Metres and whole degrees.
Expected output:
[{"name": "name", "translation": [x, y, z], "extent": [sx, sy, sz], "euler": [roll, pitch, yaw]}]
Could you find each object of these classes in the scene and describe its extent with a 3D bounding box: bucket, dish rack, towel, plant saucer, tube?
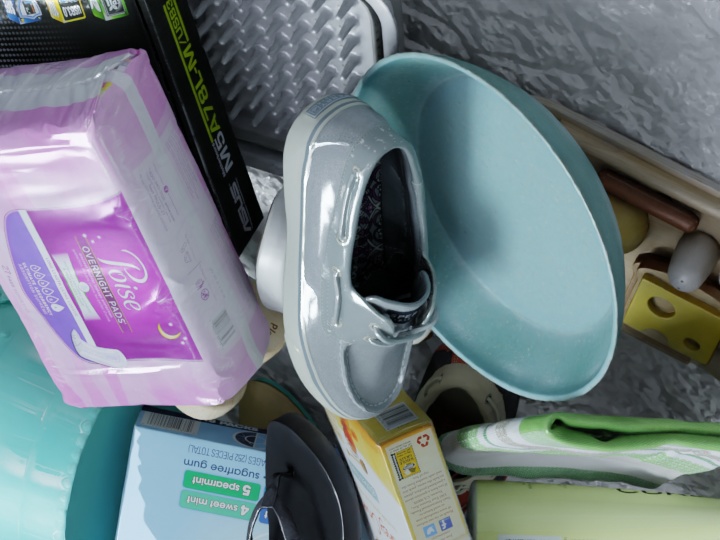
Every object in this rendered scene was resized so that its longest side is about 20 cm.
[{"name": "bucket", "translation": [-0.199, 0.108, 1.711], "extent": [0.135, 0.207, 0.207], "euler": [17, 142, 20]}, {"name": "dish rack", "translation": [-0.060, -0.127, 1.454], "extent": [0.200, 0.044, 0.172], "euler": [19, 141, 19]}, {"name": "towel", "translation": [0.136, 0.100, 1.468], "extent": [0.149, 0.031, 0.200], "euler": [3, 173, -14]}, {"name": "plant saucer", "translation": [0.072, -0.028, 1.373], "extent": [0.200, 0.036, 0.200], "euler": [37, 145, 32]}, {"name": "tube", "translation": [0.162, 0.150, 1.556], "extent": [0.200, 0.058, 0.052], "euler": [3, 109, -3]}]

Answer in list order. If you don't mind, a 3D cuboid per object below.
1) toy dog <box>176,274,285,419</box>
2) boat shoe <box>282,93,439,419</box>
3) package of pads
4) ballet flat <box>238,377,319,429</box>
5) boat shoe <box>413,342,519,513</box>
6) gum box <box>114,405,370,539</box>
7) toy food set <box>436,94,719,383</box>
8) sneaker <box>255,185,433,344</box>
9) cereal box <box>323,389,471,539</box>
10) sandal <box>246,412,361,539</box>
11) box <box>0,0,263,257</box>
[{"name": "toy dog", "translation": [-0.104, -0.013, 1.607], "extent": [0.132, 0.096, 0.200], "euler": [-12, 111, 48]}, {"name": "boat shoe", "translation": [0.004, 0.006, 1.401], "extent": [0.071, 0.070, 0.201], "euler": [34, 141, 42]}, {"name": "package of pads", "translation": [-0.138, -0.021, 1.433], "extent": [0.120, 0.076, 0.200], "euler": [-3, 127, 31]}, {"name": "ballet flat", "translation": [-0.038, 0.159, 1.755], "extent": [0.069, 0.063, 0.200], "euler": [10, 139, 43]}, {"name": "boat shoe", "translation": [0.060, 0.098, 1.613], "extent": [0.071, 0.063, 0.200], "euler": [25, 145, 7]}, {"name": "gum box", "translation": [-0.072, 0.198, 1.667], "extent": [0.170, 0.045, 0.200], "euler": [11, 106, 0]}, {"name": "toy food set", "translation": [0.136, 0.001, 1.441], "extent": [0.200, 0.060, 0.144], "euler": [28, 144, 8]}, {"name": "sneaker", "translation": [0.000, 0.000, 1.501], "extent": [0.085, 0.073, 0.200], "euler": [11, 172, 16]}, {"name": "cereal box", "translation": [0.033, 0.155, 1.554], "extent": [0.144, 0.039, 0.200], "euler": [-138, 27, -66]}, {"name": "sandal", "translation": [-0.038, 0.185, 1.596], "extent": [0.076, 0.043, 0.200], "euler": [18, 114, 49]}, {"name": "box", "translation": [-0.173, -0.093, 1.472], "extent": [0.200, 0.048, 0.193], "euler": [1, 126, 25]}]
